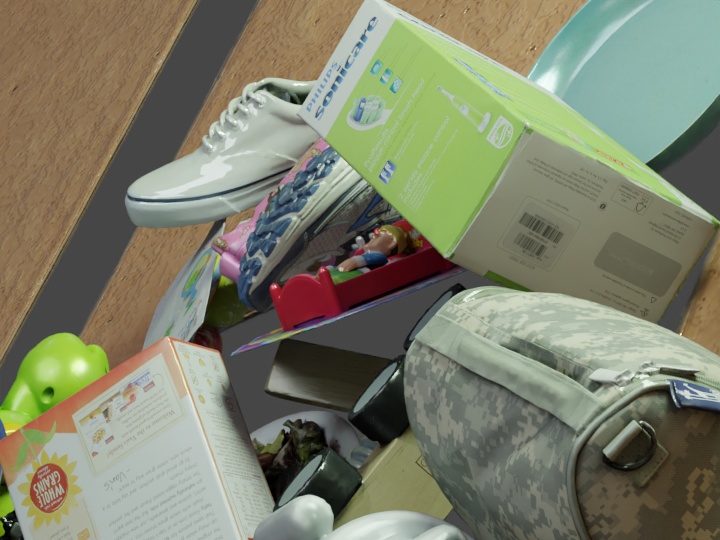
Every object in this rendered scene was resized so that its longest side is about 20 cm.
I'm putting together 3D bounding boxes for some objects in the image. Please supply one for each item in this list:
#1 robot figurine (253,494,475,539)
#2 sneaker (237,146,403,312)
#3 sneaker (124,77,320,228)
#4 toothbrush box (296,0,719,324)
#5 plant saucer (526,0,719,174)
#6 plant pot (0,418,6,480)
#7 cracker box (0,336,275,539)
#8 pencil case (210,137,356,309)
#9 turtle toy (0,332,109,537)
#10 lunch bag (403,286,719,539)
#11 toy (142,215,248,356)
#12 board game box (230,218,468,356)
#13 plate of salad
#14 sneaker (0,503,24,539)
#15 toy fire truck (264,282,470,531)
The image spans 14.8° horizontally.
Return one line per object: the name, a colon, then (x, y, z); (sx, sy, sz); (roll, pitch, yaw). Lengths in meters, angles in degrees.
robot figurine: (0.005, 0.185, 1.336); (0.113, 0.170, 0.200); (-24, -13, -26)
sneaker: (0.010, -0.042, 1.666); (0.200, 0.085, 0.077); (-47, 12, 1)
sneaker: (-0.065, -0.088, 1.813); (0.200, 0.071, 0.073); (-20, 22, 2)
toothbrush box: (0.077, -0.056, 1.511); (0.086, 0.146, 0.200); (-58, 35, 11)
plant saucer: (0.166, -0.113, 1.627); (0.200, 0.027, 0.200); (-35, 30, 25)
plant pot: (-0.326, 0.150, 1.651); (0.200, 0.180, 0.200); (-20, 58, 61)
cracker box: (-0.112, 0.156, 1.543); (0.134, 0.058, 0.200); (-31, 64, 23)
pencil case: (-0.004, -0.059, 1.742); (0.200, 0.087, 0.083); (-50, 21, 0)
turtle toy: (-0.216, 0.135, 1.767); (0.146, 0.101, 0.200); (-1, 75, 64)
lunch bag: (0.119, 0.092, 1.275); (0.139, 0.168, 0.200); (-52, 27, -5)
toy: (-0.104, 0.037, 1.797); (0.115, 0.047, 0.200); (-55, 8, 25)
board game box: (0.000, 0.000, 1.585); (0.158, 0.039, 0.200); (-20, 1, 6)
plate of salad: (-0.079, 0.159, 1.613); (0.200, 0.048, 0.200); (-36, 29, 24)
sneaker: (-0.180, 0.191, 1.665); (0.200, 0.090, 0.066); (-64, 24, 2)
toy fire truck: (0.004, 0.097, 1.520); (0.176, 0.129, 0.200); (-52, 7, -17)
